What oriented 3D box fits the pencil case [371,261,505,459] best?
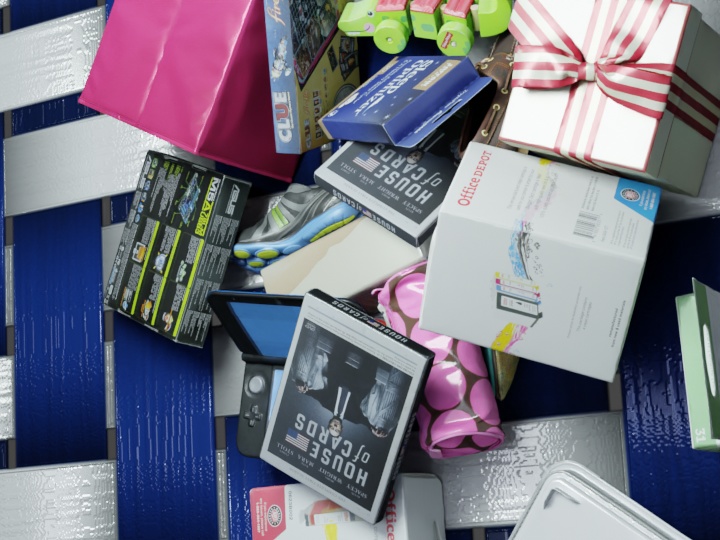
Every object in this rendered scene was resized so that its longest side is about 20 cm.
[{"bbox_3d":[0.081,0.096,1.599,0.093,0.091,0.202,-13,70,-10],"label":"pencil case"}]

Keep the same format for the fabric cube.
[{"bbox_3d":[-0.167,-0.239,1.769,0.199,0.196,0.201,25,97,30],"label":"fabric cube"}]

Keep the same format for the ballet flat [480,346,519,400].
[{"bbox_3d":[0.144,0.033,1.625,0.070,0.070,0.202,-22,74,26],"label":"ballet flat"}]

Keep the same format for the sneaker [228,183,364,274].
[{"bbox_3d":[-0.074,-0.053,1.770,0.198,0.071,0.083,-23,50,29],"label":"sneaker"}]

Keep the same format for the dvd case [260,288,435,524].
[{"bbox_3d":[-0.016,0.139,1.570,0.149,0.025,0.202,27,115,22],"label":"dvd case"}]

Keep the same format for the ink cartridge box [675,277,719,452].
[{"bbox_3d":[0.320,0.091,1.426,0.048,0.200,0.147,-10,78,26],"label":"ink cartridge box"}]

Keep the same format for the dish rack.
[{"bbox_3d":[0.229,0.305,1.542,0.199,0.043,0.173,33,99,29],"label":"dish rack"}]

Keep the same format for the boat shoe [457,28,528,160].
[{"bbox_3d":[0.144,-0.187,1.606,0.070,0.070,0.202,-47,27,50],"label":"boat shoe"}]

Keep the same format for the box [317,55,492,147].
[{"bbox_3d":[0.045,-0.179,1.613,0.121,0.033,0.200,-40,22,-16],"label":"box"}]

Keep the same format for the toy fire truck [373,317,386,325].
[{"bbox_3d":[-0.028,0.132,1.717,0.140,0.049,0.202,29,98,31],"label":"toy fire truck"}]

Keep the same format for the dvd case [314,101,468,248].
[{"bbox_3d":[0.070,-0.126,1.645,0.150,0.025,0.200,32,63,29],"label":"dvd case"}]

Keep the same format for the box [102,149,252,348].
[{"bbox_3d":[-0.220,-0.030,1.823,0.192,0.047,0.202,19,93,50],"label":"box"}]

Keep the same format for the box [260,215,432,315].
[{"bbox_3d":[0.000,0.000,1.694,0.199,0.095,0.078,-27,69,24],"label":"box"}]

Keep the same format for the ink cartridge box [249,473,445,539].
[{"bbox_3d":[-0.013,0.298,1.664,0.198,0.083,0.147,-10,78,29],"label":"ink cartridge box"}]

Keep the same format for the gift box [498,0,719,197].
[{"bbox_3d":[0.249,-0.193,1.518,0.183,0.186,0.202,10,89,31],"label":"gift box"}]

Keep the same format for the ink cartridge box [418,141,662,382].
[{"bbox_3d":[0.174,-0.011,1.499,0.198,0.148,0.146,15,124,10],"label":"ink cartridge box"}]

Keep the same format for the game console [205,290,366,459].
[{"bbox_3d":[-0.069,0.118,1.646,0.198,0.118,0.173,2,82,32],"label":"game console"}]

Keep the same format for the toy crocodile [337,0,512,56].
[{"bbox_3d":[0.070,-0.276,1.662,0.198,0.062,0.068,6,47,23],"label":"toy crocodile"}]

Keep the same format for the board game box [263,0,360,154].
[{"bbox_3d":[-0.051,-0.241,1.695,0.034,0.135,0.202,6,108,31],"label":"board game box"}]
